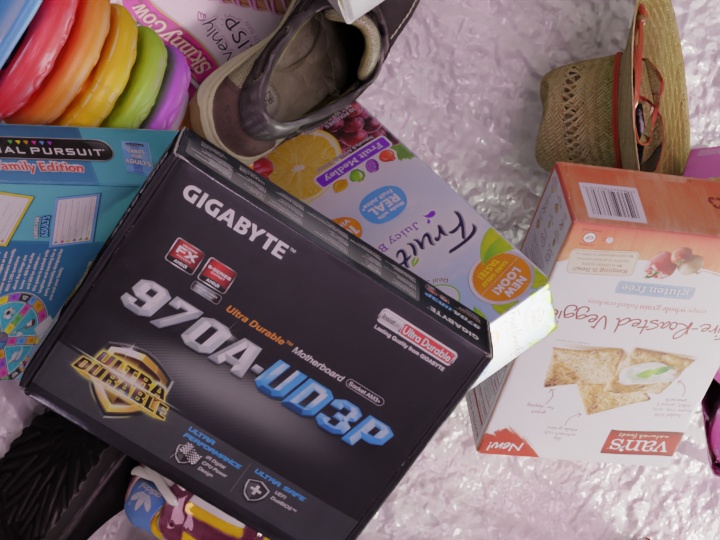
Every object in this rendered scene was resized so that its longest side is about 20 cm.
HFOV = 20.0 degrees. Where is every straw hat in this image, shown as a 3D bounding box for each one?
[{"bbox_3d":[0.154,-0.094,1.309,0.084,0.201,0.203,-3,103,18],"label":"straw hat"}]

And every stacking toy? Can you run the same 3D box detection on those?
[{"bbox_3d":[-0.136,-0.100,1.122,0.199,0.116,0.110,29,101,-29],"label":"stacking toy"}]

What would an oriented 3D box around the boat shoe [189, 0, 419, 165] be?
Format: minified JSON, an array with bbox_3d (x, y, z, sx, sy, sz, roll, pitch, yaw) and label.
[{"bbox_3d":[-0.014,-0.126,1.151,0.201,0.066,0.072,-46,116,-36],"label":"boat shoe"}]

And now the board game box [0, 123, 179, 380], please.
[{"bbox_3d":[-0.195,-0.008,1.089,0.198,0.047,0.152,1,134,-30],"label":"board game box"}]

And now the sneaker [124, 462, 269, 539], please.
[{"bbox_3d":[-0.091,0.105,1.148,0.089,0.075,0.202,-21,116,-26],"label":"sneaker"}]

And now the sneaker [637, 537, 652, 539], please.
[{"bbox_3d":[0.179,0.295,1.404,0.115,0.078,0.202,-18,93,-11],"label":"sneaker"}]

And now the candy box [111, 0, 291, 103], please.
[{"bbox_3d":[-0.092,-0.161,1.211,0.199,0.061,0.137,-36,110,-14],"label":"candy box"}]

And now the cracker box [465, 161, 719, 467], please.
[{"bbox_3d":[0.155,0.032,1.247,0.133,0.058,0.201,5,133,-15],"label":"cracker box"}]

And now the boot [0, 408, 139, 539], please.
[{"bbox_3d":[-0.116,0.127,1.237,0.211,0.080,0.158,-47,131,7],"label":"boot"}]

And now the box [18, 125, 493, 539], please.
[{"bbox_3d":[-0.054,0.045,1.070,0.199,0.046,0.159,33,109,-12],"label":"box"}]

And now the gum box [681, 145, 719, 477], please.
[{"bbox_3d":[0.256,0.029,1.347,0.065,0.114,0.202,-5,112,18],"label":"gum box"}]

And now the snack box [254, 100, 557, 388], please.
[{"bbox_3d":[0.000,0.000,1.203,0.142,0.200,0.053,-34,142,-14],"label":"snack box"}]

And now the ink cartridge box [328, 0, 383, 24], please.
[{"bbox_3d":[-0.010,-0.258,1.128,0.145,0.084,0.201,-34,65,-7],"label":"ink cartridge box"}]
